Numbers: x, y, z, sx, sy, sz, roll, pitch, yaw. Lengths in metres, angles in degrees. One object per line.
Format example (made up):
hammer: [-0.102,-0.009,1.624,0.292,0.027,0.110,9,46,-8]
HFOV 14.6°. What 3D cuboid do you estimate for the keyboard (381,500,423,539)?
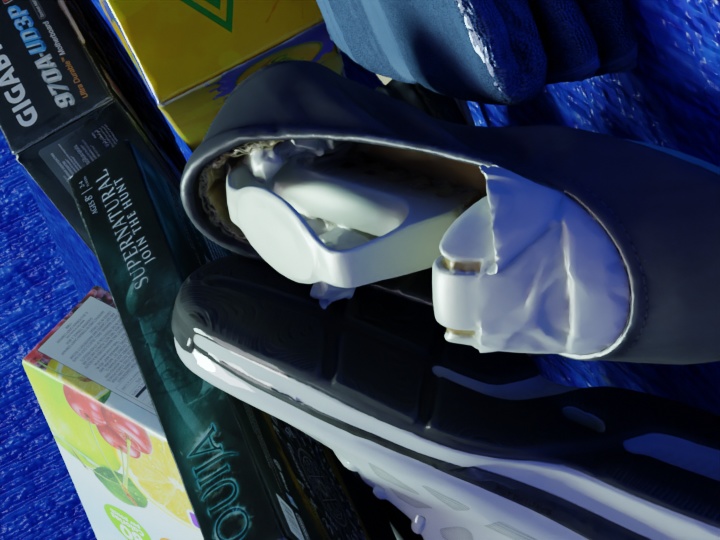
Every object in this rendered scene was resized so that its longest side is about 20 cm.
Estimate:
keyboard: [0.082,0.130,1.012,0.200,0.127,0.021,52,125,29]

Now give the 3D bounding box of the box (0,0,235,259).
box: [-0.116,-0.070,1.146,0.159,0.046,0.200,60,-179,29]

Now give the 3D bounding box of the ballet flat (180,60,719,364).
ballet flat: [0.027,-0.008,0.778,0.200,0.073,0.073,19,143,37]

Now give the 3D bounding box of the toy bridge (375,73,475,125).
toy bridge: [0.043,-0.006,1.063,0.067,0.027,0.200,53,165,43]

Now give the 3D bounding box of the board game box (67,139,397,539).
board game box: [-0.029,0.061,0.930,0.135,0.028,0.200,50,-170,-42]

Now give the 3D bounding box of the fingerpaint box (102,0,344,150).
fingerpaint box: [-0.075,-0.135,1.076,0.167,0.073,0.200,62,180,4]

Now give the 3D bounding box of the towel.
towel: [0.018,-0.110,0.859,0.112,0.049,0.200,66,171,-14]

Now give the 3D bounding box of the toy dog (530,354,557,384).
toy dog: [0.052,0.036,0.922,0.096,0.132,0.200,-77,-21,-55]

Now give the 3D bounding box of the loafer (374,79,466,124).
loafer: [0.000,0.000,0.998,0.200,0.072,0.073,86,161,-59]

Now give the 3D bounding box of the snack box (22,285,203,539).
snack box: [-0.051,0.111,1.168,0.142,0.053,0.200,27,150,32]

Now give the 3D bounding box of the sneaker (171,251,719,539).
sneaker: [0.024,0.078,0.843,0.076,0.200,0.115,-76,10,-61]
